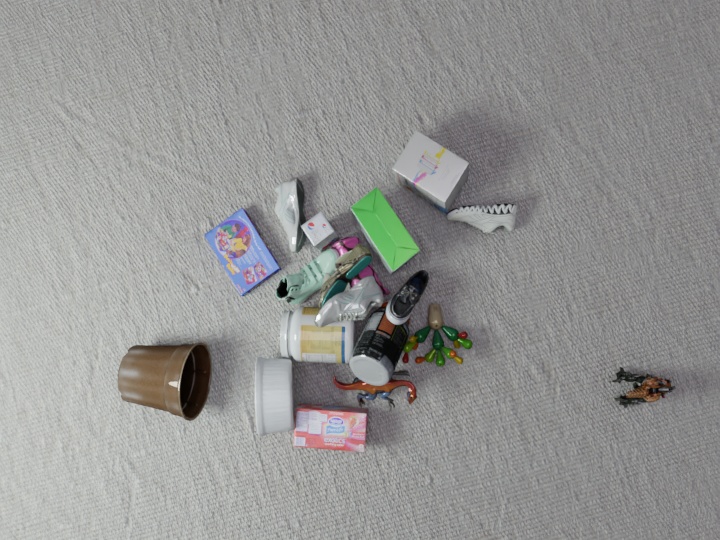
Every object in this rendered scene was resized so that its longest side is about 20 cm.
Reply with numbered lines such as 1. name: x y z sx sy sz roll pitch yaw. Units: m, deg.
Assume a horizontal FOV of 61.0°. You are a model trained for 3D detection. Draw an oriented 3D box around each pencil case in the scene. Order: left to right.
1. pencil case: 0.000 0.000 1.686 0.092 0.091 0.204 -28 84 -7

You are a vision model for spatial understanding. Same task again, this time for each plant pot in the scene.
1. plant pot: -0.529 0.289 1.646 0.191 0.200 0.208 4 87 10

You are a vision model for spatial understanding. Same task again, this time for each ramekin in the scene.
1. ramekin: -0.225 0.331 1.624 0.094 0.200 0.208 -2 86 -6

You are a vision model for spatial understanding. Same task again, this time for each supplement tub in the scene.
1. supplement tub: -0.112 0.173 1.650 0.193 0.145 0.150 2 87 3
2. supplement tub: 0.057 0.189 1.617 0.120 0.124 0.202 27 50 3

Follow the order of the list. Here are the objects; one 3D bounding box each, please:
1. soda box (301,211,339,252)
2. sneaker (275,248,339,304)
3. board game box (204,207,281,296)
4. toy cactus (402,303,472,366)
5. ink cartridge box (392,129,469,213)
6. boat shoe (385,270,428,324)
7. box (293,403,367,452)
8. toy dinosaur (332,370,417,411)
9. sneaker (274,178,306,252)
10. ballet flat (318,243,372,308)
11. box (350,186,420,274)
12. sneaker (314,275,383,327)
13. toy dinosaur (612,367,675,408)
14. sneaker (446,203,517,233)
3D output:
1. soda box: -0.104 -0.100 1.638 0.067 0.200 0.064 -35 87 0
2. sneaker: -0.144 0.017 1.648 0.200 0.117 0.074 -45 69 15
3. board game box: -0.330 -0.051 1.721 0.133 0.045 0.203 -33 86 0
4. toy cactus: 0.205 0.177 1.672 0.193 0.102 0.171 -7 77 10
5. ink cartridge box: 0.182 -0.273 1.665 0.197 0.129 0.127 33 88 13
6. boat shoe: 0.132 0.064 1.627 0.069 0.200 0.067 36 132 12
7. box: -0.079 0.424 1.659 0.193 0.095 0.106 3 87 2
8. toy dinosaur: 0.056 0.322 1.630 0.179 0.196 0.109 -19 71 44
9. sneaker: -0.197 -0.150 1.718 0.078 0.070 0.208 -6 84 17
10. ballet flat: -0.052 0.011 1.626 0.201 0.068 0.075 -48 56 4
11. box: 0.063 -0.099 1.643 0.096 0.176 0.203 -34 86 0
12. sneaker: -0.027 0.094 1.565 0.197 0.071 0.081 -31 71 -17
13. toy dinosaur: 0.745 0.306 1.609 0.197 0.134 0.105 27 67 -37
14. sneaker: 0.335 -0.142 1.691 0.193 0.075 0.084 -1 98 5
